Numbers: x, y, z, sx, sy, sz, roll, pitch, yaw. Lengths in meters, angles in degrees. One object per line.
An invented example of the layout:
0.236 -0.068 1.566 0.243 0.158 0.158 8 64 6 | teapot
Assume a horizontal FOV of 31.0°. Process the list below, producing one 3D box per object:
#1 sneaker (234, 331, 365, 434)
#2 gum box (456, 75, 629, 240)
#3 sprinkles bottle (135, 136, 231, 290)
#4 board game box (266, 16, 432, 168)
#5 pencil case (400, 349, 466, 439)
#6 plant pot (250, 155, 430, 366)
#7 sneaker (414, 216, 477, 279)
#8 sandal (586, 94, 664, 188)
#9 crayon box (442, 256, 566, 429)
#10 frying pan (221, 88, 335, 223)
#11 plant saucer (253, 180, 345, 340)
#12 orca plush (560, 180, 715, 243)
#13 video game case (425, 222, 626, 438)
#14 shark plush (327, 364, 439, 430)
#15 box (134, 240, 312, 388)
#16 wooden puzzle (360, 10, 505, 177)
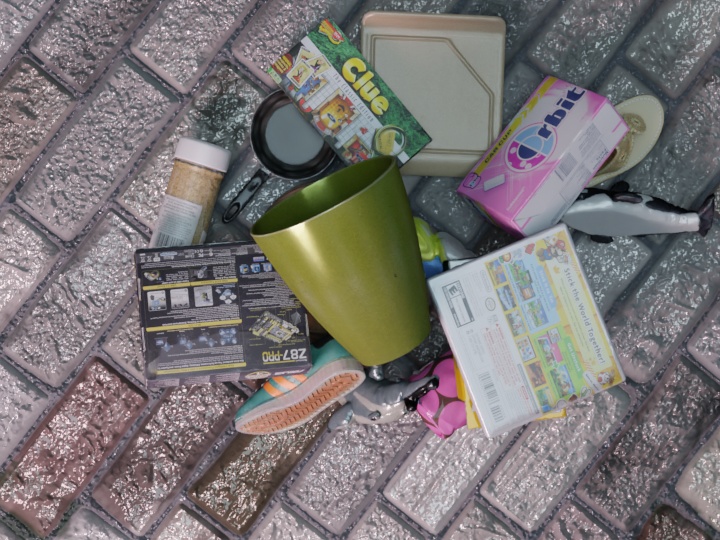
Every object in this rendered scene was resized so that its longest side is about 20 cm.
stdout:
-0.079 0.136 1.606 0.199 0.071 0.081 -31 54 26 | sneaker
0.226 -0.140 1.591 0.201 0.113 0.066 -51 130 -3 | gum box
-0.219 -0.061 1.601 0.067 0.068 0.202 17 92 -4 | sprinkles bottle
-0.014 -0.203 1.595 0.105 0.023 0.200 -41 87 -2 | board game box
0.152 0.119 1.627 0.199 0.091 0.094 -35 67 -4 | pencil case
0.000 0.000 1.497 0.186 0.187 0.201 -28 105 -2 | plant pot
0.067 -0.009 1.627 0.199 0.076 0.106 36 102 3 | sneaker
0.304 -0.147 1.629 0.211 0.070 0.078 -34 94 -2 | sandal
0.173 0.081 1.561 0.124 0.052 0.203 -6 90 -5 | crayon box
-0.093 -0.135 1.624 0.114 0.031 0.192 17 94 -2 | frying pan
-0.046 -0.009 1.602 0.198 0.029 0.203 2 98 15 | plant saucer
0.345 -0.091 1.635 0.197 0.106 0.072 -4 59 5 | orca plush
0.195 0.070 1.527 0.180 0.023 0.202 -22 91 -5 | video game case
0.017 0.143 1.568 0.090 0.200 0.084 -12 90 -25 | shark plush
-0.163 0.048 1.535 0.197 0.049 0.163 -5 72 -11 | box
0.088 -0.220 1.634 0.183 0.037 0.203 2 97 -4 | wooden puzzle
